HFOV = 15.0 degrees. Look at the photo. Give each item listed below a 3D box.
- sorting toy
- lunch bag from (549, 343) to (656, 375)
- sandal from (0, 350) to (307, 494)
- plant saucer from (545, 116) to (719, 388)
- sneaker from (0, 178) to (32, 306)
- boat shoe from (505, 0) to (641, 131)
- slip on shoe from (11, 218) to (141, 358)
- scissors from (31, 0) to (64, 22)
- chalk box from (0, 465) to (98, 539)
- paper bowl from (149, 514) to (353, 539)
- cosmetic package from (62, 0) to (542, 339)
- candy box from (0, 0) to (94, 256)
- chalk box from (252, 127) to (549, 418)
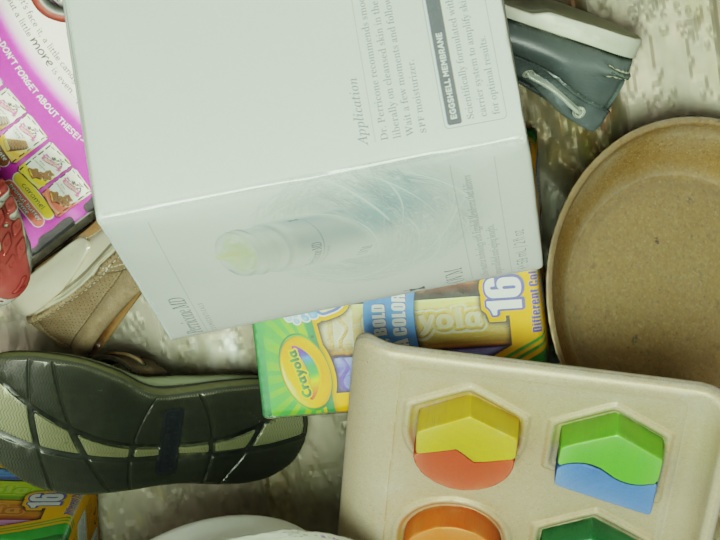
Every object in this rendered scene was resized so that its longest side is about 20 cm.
[{"bbox_3d":[0.087,0.118,1.434,0.199,0.037,0.186,10,135,5],"label":"sorting toy"},{"bbox_3d":[0.110,0.145,1.540,0.160,0.082,0.201,-8,105,9],"label":"lunch bag"},{"bbox_3d":[-0.128,0.082,1.533,0.200,0.057,0.080,7,111,-28],"label":"sandal"},{"bbox_3d":[0.180,0.019,1.476,0.199,0.035,0.201,4,80,-25],"label":"plant saucer"},{"bbox_3d":[-0.237,-0.017,1.480,0.078,0.200,0.082,-42,128,-22],"label":"sneaker"},{"bbox_3d":[0.049,-0.126,1.465,0.199,0.073,0.062,16,104,-6],"label":"boat shoe"},{"bbox_3d":[-0.110,-0.019,1.492,0.200,0.076,0.061,-37,95,29],"label":"slip on shoe"},{"bbox_3d":[-0.083,-0.137,1.436,0.199,0.014,0.073,23,104,0],"label":"scissors"},{"bbox_3d":[-0.253,0.185,1.547,0.199,0.124,0.125,0,107,4],"label":"chalk box"},{"bbox_3d":[-0.071,0.208,1.459,0.200,0.105,0.201,-14,141,-12],"label":"paper bowl"},{"bbox_3d":[-0.022,-0.064,1.309,0.199,0.199,0.123,-10,72,3],"label":"cosmetic package"},{"bbox_3d":[-0.145,-0.120,1.486,0.200,0.061,0.137,-36,100,14],"label":"candy box"},{"bbox_3d":[0.000,0.000,1.479,0.199,0.125,0.125,-3,107,4],"label":"chalk box"}]
